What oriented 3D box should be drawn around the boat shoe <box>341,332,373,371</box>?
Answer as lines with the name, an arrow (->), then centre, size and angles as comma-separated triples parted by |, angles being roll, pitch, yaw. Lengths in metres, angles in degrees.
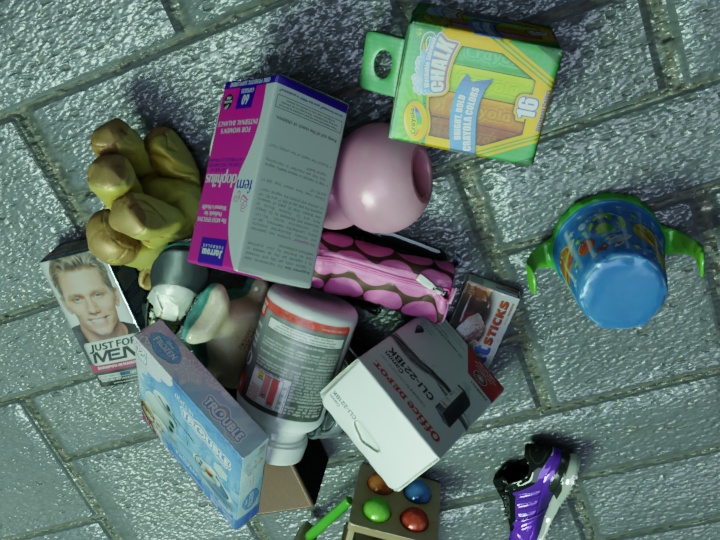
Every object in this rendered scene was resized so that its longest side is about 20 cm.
boat shoe -> 0.016, 0.132, 1.057 | 0.063, 0.071, 0.201 | -25, 118, 19

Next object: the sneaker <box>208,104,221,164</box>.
sneaker -> -0.144, -0.110, 0.920 | 0.074, 0.087, 0.202 | 12, 87, -35

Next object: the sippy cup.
sippy cup -> 0.292, -0.003, 0.909 | 0.140, 0.131, 0.178 | 43, 114, -14

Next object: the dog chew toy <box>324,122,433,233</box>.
dog chew toy -> -0.019, -0.102, 0.914 | 0.198, 0.125, 0.126 | -3, 117, 27

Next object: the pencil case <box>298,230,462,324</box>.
pencil case -> 0.016, 0.003, 0.947 | 0.198, 0.094, 0.092 | 13, 100, -6

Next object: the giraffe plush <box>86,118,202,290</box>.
giraffe plush -> -0.268, -0.066, 0.968 | 0.162, 0.174, 0.199 | -33, 143, 32

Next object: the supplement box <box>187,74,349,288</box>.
supplement box -> -0.098, -0.092, 0.836 | 0.101, 0.103, 0.202 | 7, 86, 47

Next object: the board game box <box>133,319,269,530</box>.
board game box -> -0.194, 0.189, 0.945 | 0.200, 0.043, 0.200 | 42, 144, 22

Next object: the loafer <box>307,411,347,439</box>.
loafer -> -0.029, 0.193, 1.039 | 0.062, 0.200, 0.073 | 15, 79, -14

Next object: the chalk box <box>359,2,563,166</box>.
chalk box -> 0.098, -0.205, 0.839 | 0.198, 0.124, 0.126 | 10, 118, 3

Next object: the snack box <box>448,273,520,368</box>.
snack box -> 0.141, 0.104, 1.045 | 0.071, 0.024, 0.201 | 19, 118, 0

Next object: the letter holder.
letter holder -> -0.153, 0.236, 1.115 | 0.141, 0.101, 0.201 | -15, 114, 17

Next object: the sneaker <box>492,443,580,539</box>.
sneaker -> 0.231, 0.325, 1.125 | 0.099, 0.070, 0.202 | 21, 114, 5

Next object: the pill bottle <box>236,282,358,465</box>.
pill bottle -> -0.085, 0.125, 0.960 | 0.115, 0.116, 0.202 | 19, 101, -2

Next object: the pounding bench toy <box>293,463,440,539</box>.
pounding bench toy -> 0.005, 0.372, 1.145 | 0.198, 0.125, 0.157 | 13, 118, 2

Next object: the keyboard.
keyboard -> 0.000, 0.000, 1.016 | 0.198, 0.021, 0.128 | 19, 118, -1

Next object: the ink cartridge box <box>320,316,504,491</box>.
ink cartridge box -> 0.067, 0.148, 0.953 | 0.145, 0.200, 0.084 | 50, 125, 9

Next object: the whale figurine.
whale figurine -> -0.175, 0.069, 0.990 | 0.103, 0.200, 0.160 | 25, 81, 21

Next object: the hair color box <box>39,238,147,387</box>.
hair color box -> -0.341, 0.055, 1.072 | 0.099, 0.061, 0.202 | -12, 114, 14

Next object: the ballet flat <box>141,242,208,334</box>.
ballet flat -> -0.227, 0.036, 0.952 | 0.073, 0.073, 0.200 | 32, 149, -8
